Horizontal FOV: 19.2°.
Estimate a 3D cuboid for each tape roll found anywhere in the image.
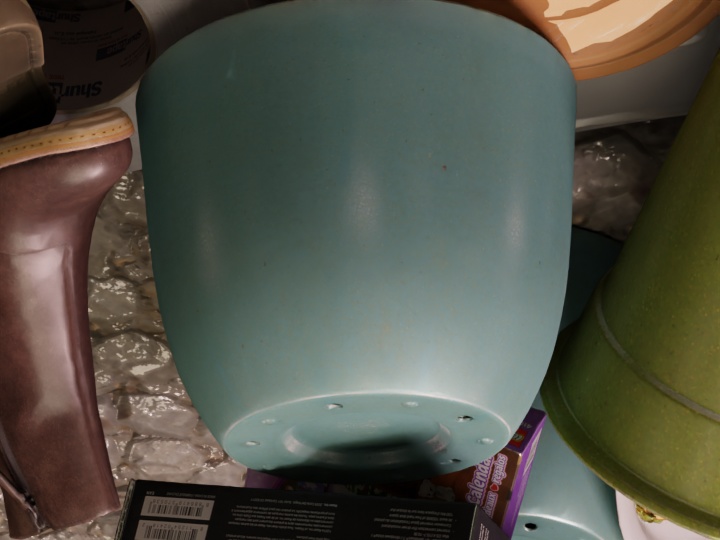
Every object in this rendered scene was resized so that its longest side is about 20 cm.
[{"bbox_3d":[-0.142,-0.129,0.967,0.198,0.067,0.201,1,143,1],"label":"tape roll"}]

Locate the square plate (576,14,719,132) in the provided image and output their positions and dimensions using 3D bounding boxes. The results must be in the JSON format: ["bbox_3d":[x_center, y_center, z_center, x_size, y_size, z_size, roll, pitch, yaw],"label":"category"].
[{"bbox_3d":[0.128,-0.129,0.978,0.198,0.029,0.199,-8,143,14],"label":"square plate"}]

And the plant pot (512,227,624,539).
[{"bbox_3d":[0.082,0.096,1.175,0.199,0.162,0.201,2,143,2],"label":"plant pot"}]

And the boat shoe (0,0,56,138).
[{"bbox_3d":[-0.173,-0.094,0.909,0.072,0.068,0.200,-24,170,-21],"label":"boat shoe"}]

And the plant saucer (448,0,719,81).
[{"bbox_3d":[0.077,-0.162,0.895,0.198,0.032,0.201,4,131,4],"label":"plant saucer"}]

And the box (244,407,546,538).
[{"bbox_3d":[0.007,0.131,1.083,0.136,0.039,0.201,22,128,14],"label":"box"}]

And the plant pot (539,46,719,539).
[{"bbox_3d":[0.196,-0.010,0.930,0.198,0.200,0.191,9,118,-7],"label":"plant pot"}]

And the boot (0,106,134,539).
[{"bbox_3d":[-0.133,0.027,0.951,0.072,0.168,0.200,-18,175,-36],"label":"boot"}]

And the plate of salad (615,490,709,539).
[{"bbox_3d":[0.203,0.075,1.122,0.048,0.201,0.200,18,159,41],"label":"plate of salad"}]

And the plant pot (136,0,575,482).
[{"bbox_3d":[0.000,0.000,0.934,0.199,0.162,0.201,-1,158,-1],"label":"plant pot"}]

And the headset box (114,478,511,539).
[{"bbox_3d":[0.001,0.177,0.983,0.173,0.093,0.200,2,156,24],"label":"headset box"}]
